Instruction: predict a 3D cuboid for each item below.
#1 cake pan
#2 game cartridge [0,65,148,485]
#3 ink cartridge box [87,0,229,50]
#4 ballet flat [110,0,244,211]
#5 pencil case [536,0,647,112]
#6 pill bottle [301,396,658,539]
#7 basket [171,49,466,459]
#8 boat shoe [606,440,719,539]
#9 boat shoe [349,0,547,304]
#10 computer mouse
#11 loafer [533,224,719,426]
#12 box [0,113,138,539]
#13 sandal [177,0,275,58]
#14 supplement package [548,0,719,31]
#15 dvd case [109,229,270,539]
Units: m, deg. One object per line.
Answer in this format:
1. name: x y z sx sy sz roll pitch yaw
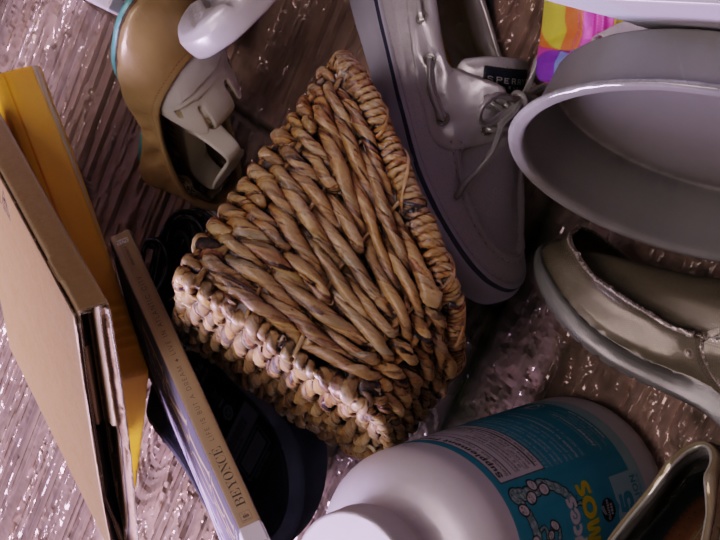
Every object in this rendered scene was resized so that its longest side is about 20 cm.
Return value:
1. cake pan: 0.168 -0.054 1.149 0.200 0.200 0.037 -1 66 38
2. game cartridge: -0.166 0.013 1.432 0.176 0.032 0.200 104 149 -61
3. ink cartridge box: -0.133 -0.178 1.392 0.200 0.115 0.068 28 96 32
4. ballet flat: -0.089 -0.091 1.366 0.063 0.069 0.200 39 164 15
5. pencil case: 0.129 -0.179 1.214 0.088 0.088 0.200 9 103 37
6. pill bottle: 0.056 0.132 1.250 0.111 0.200 0.111 8 103 37
7. basket: 0.000 0.000 1.286 0.143 0.200 0.149 34 78 3
8. boat shoe: 0.125 0.170 1.212 0.075 0.068 0.200 16 64 38
9. boat shoe: 0.062 -0.088 1.296 0.086 0.075 0.202 -25 73 35
10. computer mouse: -0.070 0.072 1.440 0.200 0.053 0.139 55 129 32
11. loafer: 0.175 0.030 1.228 0.200 0.075 0.070 34 112 19
12. box: -0.163 0.031 1.349 0.200 0.021 0.164 -126 25 -49
13. sandal: -0.012 -0.175 1.297 0.050 0.203 0.082 49 172 -20
14. supplement package: 0.212 -0.170 1.069 0.200 0.191 0.147 8 92 37
15. dvd case: -0.084 0.095 1.340 0.149 0.016 0.200 86 159 -63
